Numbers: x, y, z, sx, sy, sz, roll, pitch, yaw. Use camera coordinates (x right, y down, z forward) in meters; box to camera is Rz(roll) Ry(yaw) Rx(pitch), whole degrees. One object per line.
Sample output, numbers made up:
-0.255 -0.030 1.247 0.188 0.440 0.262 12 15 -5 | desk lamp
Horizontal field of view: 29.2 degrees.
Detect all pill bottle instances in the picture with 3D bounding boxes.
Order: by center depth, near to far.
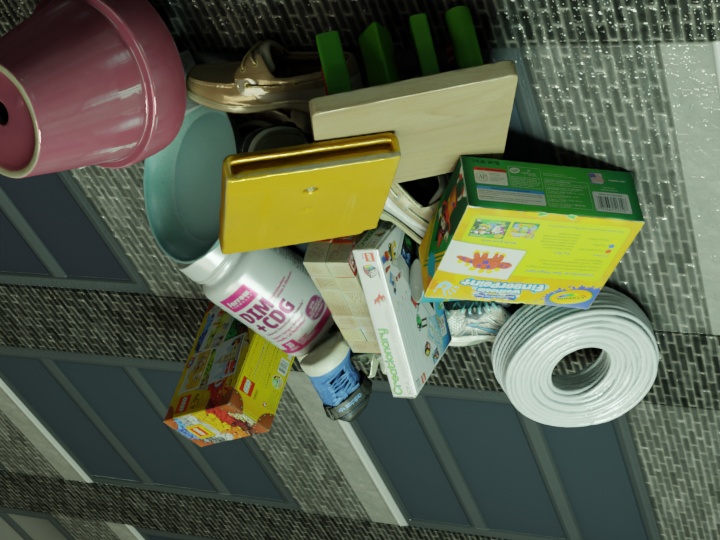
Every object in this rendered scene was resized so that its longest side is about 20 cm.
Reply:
-0.131 0.013 1.776 0.200 0.114 0.113 36 144 -25 | pill bottle

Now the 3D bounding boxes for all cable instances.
0.263 0.109 1.686 0.199 0.069 0.200 -25 129 9 | cable

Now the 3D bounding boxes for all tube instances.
0.158 0.010 1.608 0.198 0.051 0.077 -1 -166 -16 | tube

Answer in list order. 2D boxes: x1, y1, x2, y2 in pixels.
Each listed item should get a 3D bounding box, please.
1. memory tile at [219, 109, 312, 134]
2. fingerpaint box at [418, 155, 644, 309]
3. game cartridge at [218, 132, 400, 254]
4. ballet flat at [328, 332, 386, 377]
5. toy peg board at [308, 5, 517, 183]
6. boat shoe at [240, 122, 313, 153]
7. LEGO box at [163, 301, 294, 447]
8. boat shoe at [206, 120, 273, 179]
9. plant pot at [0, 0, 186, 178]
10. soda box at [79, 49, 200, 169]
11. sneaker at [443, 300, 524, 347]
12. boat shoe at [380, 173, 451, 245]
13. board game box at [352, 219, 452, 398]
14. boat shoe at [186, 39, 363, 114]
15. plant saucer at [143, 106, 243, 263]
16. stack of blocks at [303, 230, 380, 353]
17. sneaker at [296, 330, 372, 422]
-0.065 -0.127 1.624 0.152 0.017 0.200 -2 143 30 | memory tile
0.181 -0.039 1.504 0.198 0.074 0.167 4 143 -13 | fingerpaint box
-0.057 -0.076 1.419 0.175 0.033 0.200 -9 162 -11 | game cartridge
0.025 0.110 1.877 0.199 0.073 0.073 -9 138 39 | ballet flat
0.044 -0.174 1.395 0.198 0.099 0.199 -11 161 -3 | toy peg board
-0.087 -0.125 1.491 0.066 0.075 0.199 22 -167 23 | boat shoe
-0.167 0.127 1.886 0.148 0.201 0.077 -19 133 44 | LEGO box
-0.150 -0.107 1.622 0.074 0.066 0.199 34 145 -20 | boat shoe
-0.312 -0.186 1.445 0.199 0.179 0.201 21 126 31 | plant pot
-0.261 -0.182 1.579 0.199 0.068 0.064 -21 98 45 | soda box
0.156 0.048 1.731 0.198 0.078 0.087 10 136 2 | sneaker
0.081 -0.075 1.569 0.199 0.075 0.068 23 144 -17 | boat shoe
0.052 0.032 1.632 0.034 0.126 0.201 -2 118 28 | board game box
-0.093 -0.211 1.469 0.198 0.074 0.070 3 129 10 | boat shoe
-0.184 -0.108 1.586 0.036 0.202 0.199 1 164 -40 | plant saucer
0.000 0.000 1.677 0.058 0.116 0.200 1 147 21 | stack of blocks
-0.025 0.143 1.796 0.112 0.077 0.200 54 170 -4 | sneaker
